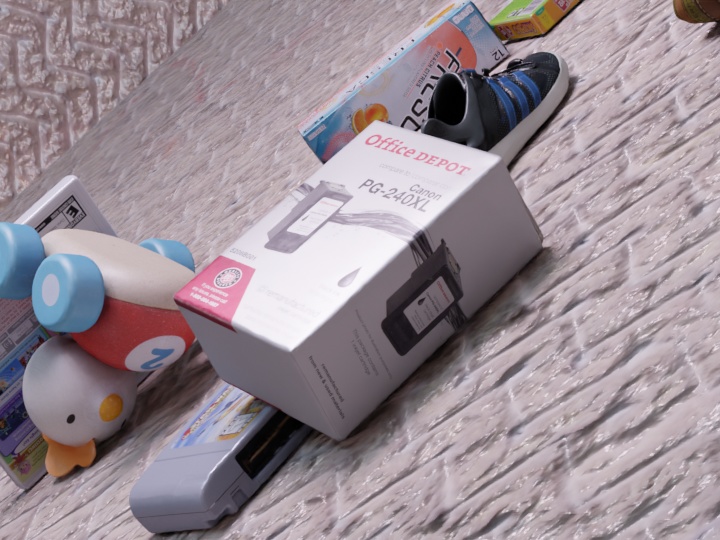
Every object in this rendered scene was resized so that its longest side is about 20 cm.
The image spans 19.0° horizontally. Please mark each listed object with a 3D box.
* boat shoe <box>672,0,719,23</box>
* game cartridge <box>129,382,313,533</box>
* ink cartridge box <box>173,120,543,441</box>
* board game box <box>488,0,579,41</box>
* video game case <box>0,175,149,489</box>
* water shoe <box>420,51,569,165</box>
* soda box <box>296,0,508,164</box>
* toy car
[{"bbox_3d":[0.290,-0.258,1.600,0.068,0.072,0.200,-19,24,51],"label":"boat shoe"},{"bbox_3d":[-0.071,0.100,1.479,0.200,0.042,0.133,-47,20,-28],"label":"game cartridge"},{"bbox_3d":[0.000,0.000,1.416,0.200,0.084,0.145,-43,35,-21],"label":"ink cartridge box"},{"bbox_3d":[0.210,-0.286,1.989,0.200,0.030,0.095,-45,16,-15],"label":"board game box"},{"bbox_3d":[-0.266,0.053,1.820,0.200,0.183,0.022,-44,28,-21],"label":"video game case"},{"bbox_3d":[0.100,-0.132,1.677,0.071,0.079,0.200,-26,19,41],"label":"water shoe"},{"bbox_3d":[0.038,-0.166,1.976,0.200,0.064,0.068,-39,14,2],"label":"soda box"},{"bbox_3d":[-0.213,0.078,1.751,0.176,0.183,0.202,24,104,48],"label":"toy car"}]
